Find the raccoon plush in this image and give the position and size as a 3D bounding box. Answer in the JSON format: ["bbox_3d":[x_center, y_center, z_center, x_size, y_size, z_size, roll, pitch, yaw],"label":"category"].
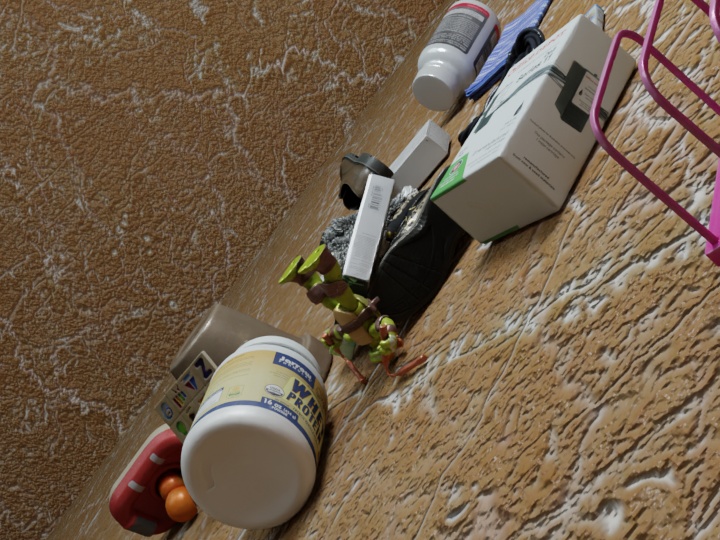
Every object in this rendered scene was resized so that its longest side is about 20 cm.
[{"bbox_3d":[0.010,-0.043,1.361,0.201,0.096,0.134,-51,19,11],"label":"raccoon plush"}]

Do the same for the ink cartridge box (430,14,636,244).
[{"bbox_3d":[0.176,-0.142,0.954,0.201,0.083,0.146,-57,12,-24],"label":"ink cartridge box"}]

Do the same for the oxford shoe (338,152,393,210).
[{"bbox_3d":[-0.011,-0.143,1.525,0.085,0.072,0.200,-56,10,-2],"label":"oxford shoe"}]

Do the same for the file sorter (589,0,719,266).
[{"bbox_3d":[0.242,-0.130,0.521,0.200,0.125,0.140,-42,16,47],"label":"file sorter"}]

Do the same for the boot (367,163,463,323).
[{"bbox_3d":[0.064,-0.028,1.116,0.202,0.072,0.151,-63,7,-7],"label":"boot"}]

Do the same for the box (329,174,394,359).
[{"bbox_3d":[0.000,0.000,1.139,0.201,0.036,0.146,99,-175,-58],"label":"box"}]

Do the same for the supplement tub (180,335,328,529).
[{"bbox_3d":[-0.111,0.172,1.039,0.145,0.144,0.201,-49,12,20],"label":"supplement tub"}]

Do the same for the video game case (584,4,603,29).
[{"bbox_3d":[0.242,-0.237,1.145,0.143,0.018,0.201,-47,13,35],"label":"video game case"}]

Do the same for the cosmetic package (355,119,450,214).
[{"bbox_3d":[0.067,-0.147,1.527,0.200,0.050,0.083,-49,10,26],"label":"cosmetic package"}]

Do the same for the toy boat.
[{"bbox_3d":[-0.286,0.334,1.432,0.201,0.130,0.130,-54,41,1],"label":"toy boat"}]

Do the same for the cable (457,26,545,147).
[{"bbox_3d":[0.182,-0.233,1.217,0.200,0.050,0.165,-165,98,-89],"label":"cable"}]

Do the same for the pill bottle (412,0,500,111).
[{"bbox_3d":[0.168,-0.381,1.664,0.111,0.110,0.201,-36,20,57],"label":"pill bottle"}]

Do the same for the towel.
[{"bbox_3d":[0.250,-0.381,1.549,0.145,0.024,0.201,-36,21,57],"label":"towel"}]

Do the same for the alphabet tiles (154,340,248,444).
[{"bbox_3d":[-0.168,0.186,1.205,0.200,0.168,0.008,-46,-9,31],"label":"alphabet tiles"}]

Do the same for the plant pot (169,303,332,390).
[{"bbox_3d":[-0.161,0.139,1.288,0.201,0.174,0.201,-49,11,13],"label":"plant pot"}]

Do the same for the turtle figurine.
[{"bbox_3d":[-0.006,0.047,1.002,0.064,0.162,0.199,-46,15,-19],"label":"turtle figurine"}]
